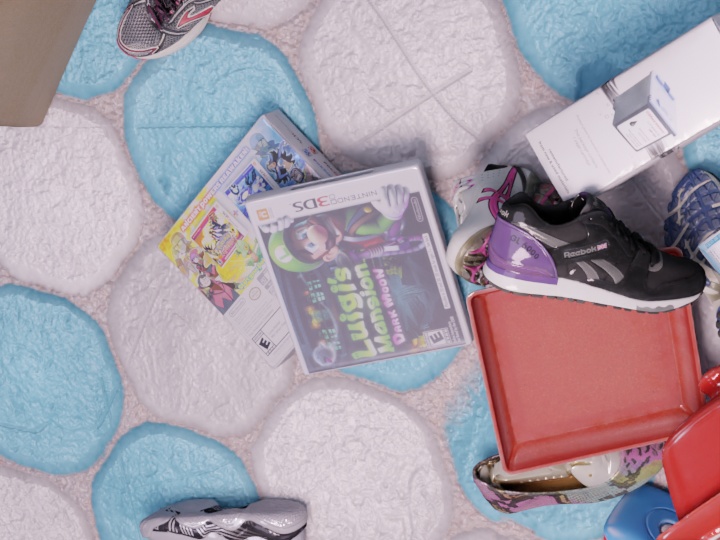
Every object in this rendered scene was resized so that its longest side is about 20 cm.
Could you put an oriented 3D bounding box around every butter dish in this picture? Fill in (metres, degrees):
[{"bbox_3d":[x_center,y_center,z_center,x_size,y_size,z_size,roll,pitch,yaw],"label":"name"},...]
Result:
[{"bbox_3d":[0.355,0.151,1.619,0.199,0.200,0.148,-40,62,27],"label":"butter dish"}]

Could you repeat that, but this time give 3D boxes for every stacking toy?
[{"bbox_3d":[0.255,0.317,1.746,0.116,0.110,0.200,37,127,10],"label":"stacking toy"}]

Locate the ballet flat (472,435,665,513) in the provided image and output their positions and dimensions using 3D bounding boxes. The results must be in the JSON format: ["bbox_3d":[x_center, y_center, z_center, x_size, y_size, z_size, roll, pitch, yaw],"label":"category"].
[{"bbox_3d":[0.197,0.191,1.741,0.199,0.071,0.069,-16,57,30],"label":"ballet flat"}]

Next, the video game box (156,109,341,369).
[{"bbox_3d":[-0.087,-0.031,1.838,0.182,0.047,0.200,45,117,5],"label":"video game box"}]

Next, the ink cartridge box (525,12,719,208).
[{"bbox_3d":[0.266,-0.146,1.584,0.200,0.146,0.086,-33,88,28],"label":"ink cartridge box"}]

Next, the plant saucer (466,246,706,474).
[{"bbox_3d":[0.210,0.079,1.661,0.199,0.037,0.201,-13,116,2],"label":"plant saucer"}]

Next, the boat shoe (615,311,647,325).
[{"bbox_3d":[0.190,0.020,1.704,0.198,0.075,0.067,4,103,11],"label":"boat shoe"}]

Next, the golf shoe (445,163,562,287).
[{"bbox_3d":[0.114,-0.045,1.652,0.092,0.200,0.073,29,117,15],"label":"golf shoe"}]

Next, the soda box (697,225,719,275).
[{"bbox_3d":[0.356,-0.038,1.538,0.068,0.200,0.064,-40,84,29],"label":"soda box"}]

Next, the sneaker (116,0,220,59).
[{"bbox_3d":[-0.178,-0.284,1.801,0.200,0.075,0.081,-37,86,29],"label":"sneaker"}]

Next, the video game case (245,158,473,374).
[{"bbox_3d":[0.000,0.000,1.771,0.181,0.023,0.201,-11,114,16],"label":"video game case"}]

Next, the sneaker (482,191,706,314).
[{"bbox_3d":[0.210,-0.020,1.547,0.199,0.076,0.088,5,114,-12],"label":"sneaker"}]

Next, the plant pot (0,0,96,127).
[{"bbox_3d":[-0.422,-0.268,1.863,0.199,0.177,0.201,35,116,13],"label":"plant pot"}]

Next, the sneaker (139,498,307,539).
[{"bbox_3d":[-0.145,0.310,1.936,0.199,0.075,0.116,-4,99,23],"label":"sneaker"}]

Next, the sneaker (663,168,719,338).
[{"bbox_3d":[0.344,0.000,1.630,0.077,0.085,0.201,-37,64,40],"label":"sneaker"}]
